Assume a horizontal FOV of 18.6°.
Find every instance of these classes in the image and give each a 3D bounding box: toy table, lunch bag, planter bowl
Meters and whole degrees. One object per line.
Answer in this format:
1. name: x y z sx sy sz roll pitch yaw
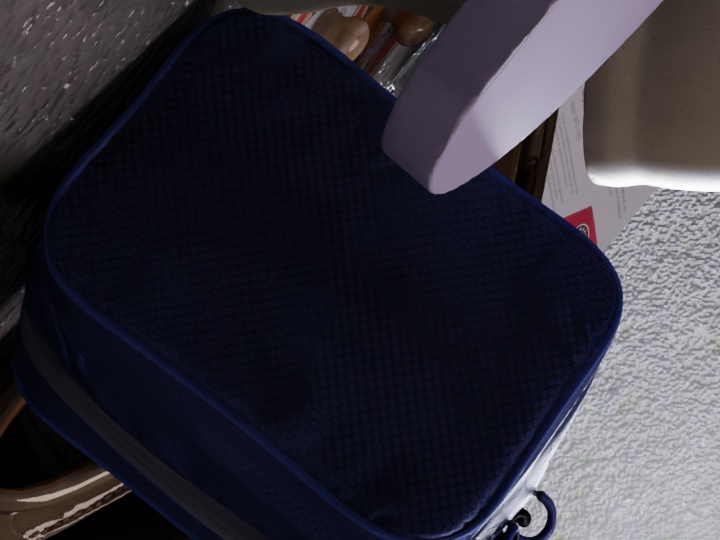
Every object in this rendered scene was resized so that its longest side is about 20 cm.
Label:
1. toy table: 0.035 -0.118 0.659 0.184 0.117 0.200 -56 170 34
2. lunch bag: -0.013 0.029 0.750 0.136 0.200 0.132 -49 175 -26
3. planter bowl: 0.174 -0.121 0.854 0.200 0.134 0.202 11 90 -77

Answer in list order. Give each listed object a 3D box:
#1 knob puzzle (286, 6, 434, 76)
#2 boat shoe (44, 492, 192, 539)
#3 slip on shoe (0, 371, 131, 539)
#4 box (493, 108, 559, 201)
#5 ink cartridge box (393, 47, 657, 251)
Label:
1. knob puzzle: -0.018 -0.069 0.905 0.220 0.030 0.220 -50 173 -8
2. boat shoe: -0.104 0.126 0.854 0.199 0.065 0.072 -16 -149 -6
3. slip on shoe: -0.076 0.034 0.839 0.199 0.076 0.061 -32 175 -24
4. box: 0.000 0.000 0.951 0.200 0.021 0.164 -34 -157 29
5. ink cartridge box: 0.120 -0.102 1.173 0.200 0.083 0.146 -48 146 -23
